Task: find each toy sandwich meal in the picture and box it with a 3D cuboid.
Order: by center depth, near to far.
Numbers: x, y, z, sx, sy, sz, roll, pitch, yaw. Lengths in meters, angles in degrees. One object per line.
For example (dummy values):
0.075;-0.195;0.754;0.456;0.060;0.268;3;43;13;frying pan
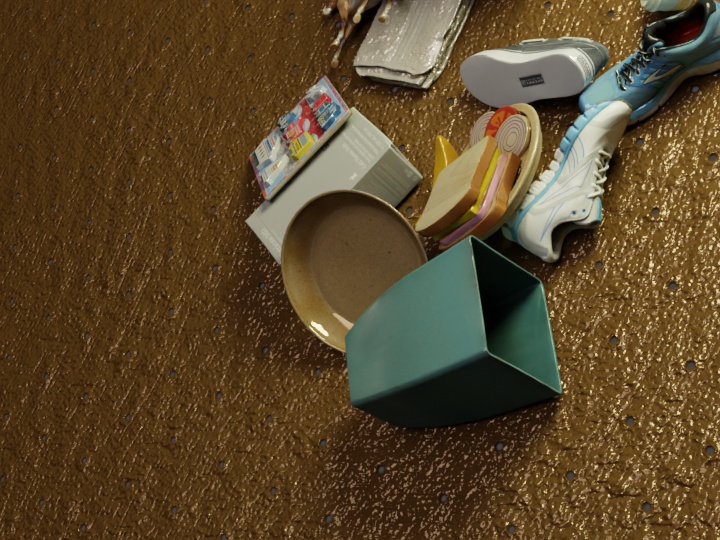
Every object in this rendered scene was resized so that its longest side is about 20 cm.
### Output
0.126;-0.110;1.599;0.205;0.070;0.206;-48;26;32;toy sandwich meal

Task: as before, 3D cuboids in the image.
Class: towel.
0.076;-0.329;1.821;0.132;0.034;0.201;15;75;39;towel

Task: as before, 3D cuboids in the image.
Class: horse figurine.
0.003;-0.355;1.846;0.200;0.050;0.133;-38;33;55;horse figurine

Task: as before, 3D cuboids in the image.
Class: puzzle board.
-0.083;-0.174;1.805;0.151;0.017;0.200;-45;21;7;puzzle board

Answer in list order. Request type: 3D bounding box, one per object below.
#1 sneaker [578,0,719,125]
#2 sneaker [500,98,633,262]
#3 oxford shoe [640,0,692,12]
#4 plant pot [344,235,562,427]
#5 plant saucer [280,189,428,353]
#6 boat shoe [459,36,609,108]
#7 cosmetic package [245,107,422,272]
0.320;-0.237;1.556;0.200;0.090;0.079;-34;50;21;sneaker
0.246;-0.094;1.552;0.087;0.075;0.200;44;108;33;sneaker
0.360;-0.373;1.628;0.057;0.075;0.201;12;58;-4;oxford shoe
0.088;0.087;1.526;0.199;0.141;0.142;-28;52;30;plant pot
0.000;0.000;1.644;0.199;0.035;0.201;10;110;27;plant saucer
0.204;-0.240;1.663;0.068;0.072;0.199;-38;22;-33;boat shoe
-0.033;-0.086;1.736;0.200;0.090;0.107;-46;46;2;cosmetic package
